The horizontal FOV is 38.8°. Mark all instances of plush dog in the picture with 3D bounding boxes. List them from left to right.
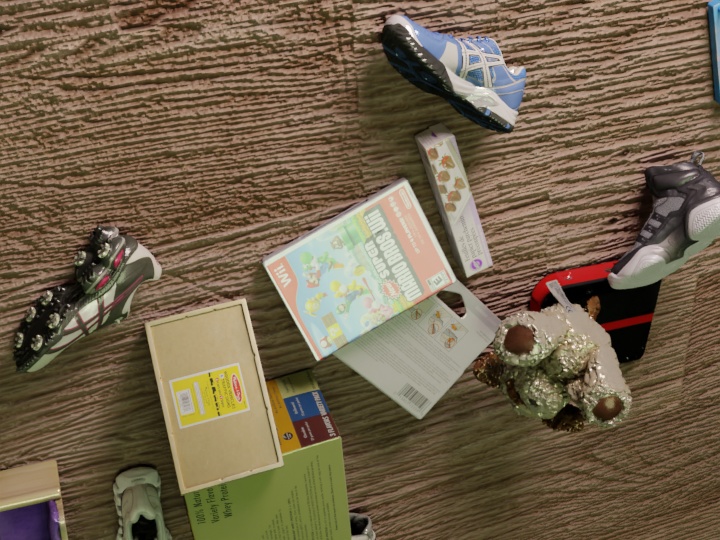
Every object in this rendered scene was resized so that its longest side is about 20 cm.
[{"bbox_3d":[0.250,0.128,1.355,0.198,0.161,0.172,35,131,-3],"label":"plush dog"}]

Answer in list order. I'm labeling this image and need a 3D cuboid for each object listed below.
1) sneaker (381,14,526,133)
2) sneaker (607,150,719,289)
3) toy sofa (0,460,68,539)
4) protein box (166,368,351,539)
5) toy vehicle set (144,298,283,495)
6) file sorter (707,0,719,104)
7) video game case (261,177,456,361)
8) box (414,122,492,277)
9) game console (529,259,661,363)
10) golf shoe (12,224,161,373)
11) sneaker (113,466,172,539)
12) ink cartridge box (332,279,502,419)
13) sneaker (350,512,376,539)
[{"bbox_3d":[0.104,-0.229,1.126,0.198,0.075,0.078,28,86,-34],"label":"sneaker"},{"bbox_3d":[0.388,-0.065,1.323,0.075,0.115,0.200,8,142,-42],"label":"sneaker"},{"bbox_3d":[-0.403,0.346,1.269,0.081,0.098,0.203,-8,125,-17],"label":"toy sofa"},{"bbox_3d":[-0.129,0.266,1.303,0.196,0.135,0.201,-14,126,-13],"label":"protein box"},{"bbox_3d":[-0.171,0.145,1.189,0.122,0.204,0.027,-12,169,-13],"label":"toy vehicle set"},{"bbox_3d":[0.541,-0.278,1.226,0.197,0.123,0.140,-25,128,-5],"label":"file sorter"},{"bbox_3d":[0.000,0.000,1.225,0.198,0.017,0.145,-29,107,0],"label":"video game case"},{"bbox_3d":[0.114,-0.082,1.234,0.038,0.042,0.202,-25,126,-4],"label":"box"},{"bbox_3d":[0.323,0.069,1.427,0.196,0.031,0.179,-10,129,-15],"label":"game console"},{"bbox_3d":[-0.304,0.047,1.130,0.200,0.078,0.088,-46,133,11],"label":"golf shoe"},{"bbox_3d":[-0.281,0.354,1.335,0.074,0.081,0.203,-13,127,-15],"label":"sneaker"},{"bbox_3d":[0.069,0.077,1.318,0.174,0.044,0.200,-47,126,4],"label":"ink cartridge box"},{"bbox_3d":[-0.002,0.403,1.481,0.088,0.074,0.200,-40,127,10],"label":"sneaker"}]
